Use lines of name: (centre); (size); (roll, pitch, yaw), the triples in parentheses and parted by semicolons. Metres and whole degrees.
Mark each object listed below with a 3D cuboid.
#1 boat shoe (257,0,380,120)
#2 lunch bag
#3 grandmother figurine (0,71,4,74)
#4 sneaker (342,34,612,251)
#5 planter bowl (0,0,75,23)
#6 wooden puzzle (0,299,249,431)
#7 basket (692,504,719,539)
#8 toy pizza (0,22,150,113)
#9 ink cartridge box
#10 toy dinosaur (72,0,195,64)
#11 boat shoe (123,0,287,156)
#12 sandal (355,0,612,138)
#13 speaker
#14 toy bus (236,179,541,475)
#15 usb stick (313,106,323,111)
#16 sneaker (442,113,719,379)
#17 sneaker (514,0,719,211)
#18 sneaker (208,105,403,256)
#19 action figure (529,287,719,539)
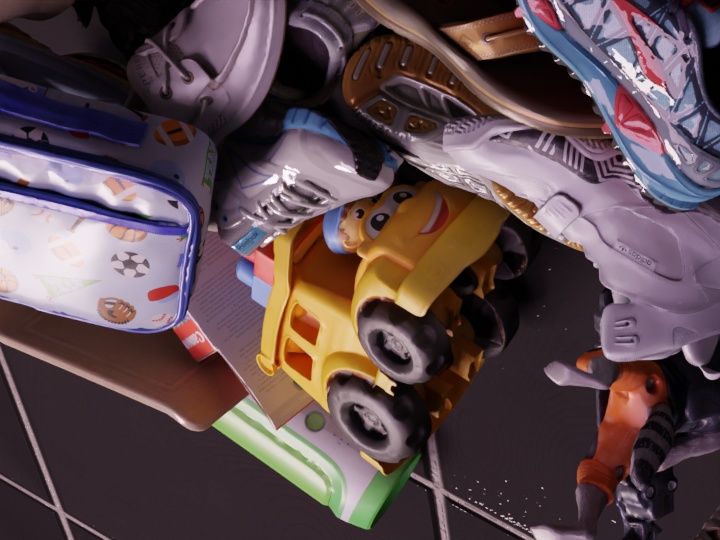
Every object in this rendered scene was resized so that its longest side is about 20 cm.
boat shoe: (-0.040, -0.133, 1.623); (0.074, 0.065, 0.202); (42, 155, -8)
lunch bag: (-0.188, -0.045, 1.604); (0.199, 0.076, 0.161); (13, 144, 0)
grandmother figurine: (-0.226, -0.071, 1.708); (0.061, 0.121, 0.200); (62, 178, 30)
sneaker: (0.085, -0.074, 1.574); (0.199, 0.076, 0.088); (32, 175, 11)
planter bowl: (-0.226, -0.227, 1.601); (0.134, 0.202, 0.200); (22, 167, -34)
wooden puzzle: (-0.133, 0.031, 1.884); (0.199, 0.185, 0.037); (24, 134, 30)
basket: (0.296, 0.233, 1.676); (0.197, 0.161, 0.200); (28, 154, 22)
toy pizza: (-0.209, -0.125, 1.718); (0.199, 0.032, 0.200); (19, 168, 4)
ink cartridge box: (-0.084, 0.001, 1.807); (0.200, 0.109, 0.050); (54, 156, -3)
toy dinosaur: (-0.130, -0.149, 1.735); (0.200, 0.077, 0.102); (44, 175, -38)
boat shoe: (-0.105, -0.112, 1.599); (0.200, 0.069, 0.071); (-58, 41, 41)
sandal: (0.079, -0.136, 1.467); (0.199, 0.080, 0.054); (35, 132, 14)
speaker: (-0.054, 0.109, 2.029); (0.199, 0.089, 0.089); (35, 155, 8)
toy bus: (0.000, 0.000, 1.704); (0.192, 0.136, 0.200); (35, 147, 15)
usb stick: (-0.009, -0.035, 1.785); (0.055, 0.033, 0.201); (12, 144, 41)
sneaker: (0.131, -0.015, 1.484); (0.199, 0.116, 0.075); (17, -176, 8)
sneaker: (0.152, -0.132, 1.387); (0.095, 0.079, 0.200); (-26, 110, 34)
sneaker: (-0.044, -0.048, 1.616); (0.075, 0.087, 0.200); (30, 167, -24)
action figure: (0.178, 0.104, 1.592); (0.104, 0.193, 0.201); (6, 112, 38)
